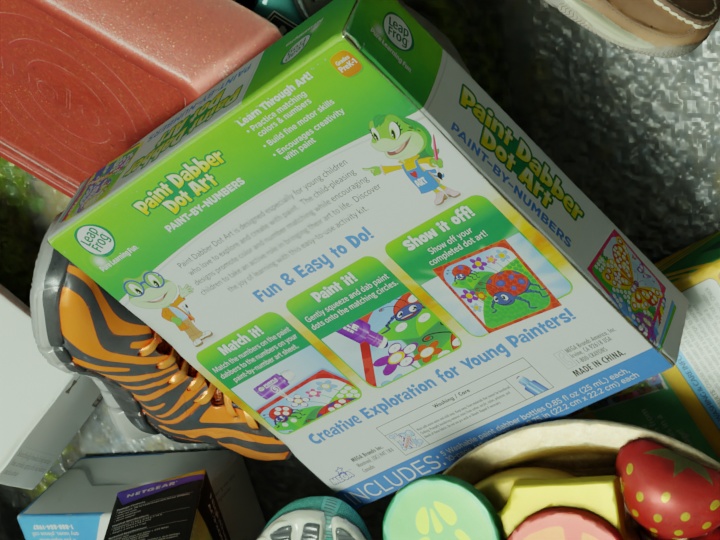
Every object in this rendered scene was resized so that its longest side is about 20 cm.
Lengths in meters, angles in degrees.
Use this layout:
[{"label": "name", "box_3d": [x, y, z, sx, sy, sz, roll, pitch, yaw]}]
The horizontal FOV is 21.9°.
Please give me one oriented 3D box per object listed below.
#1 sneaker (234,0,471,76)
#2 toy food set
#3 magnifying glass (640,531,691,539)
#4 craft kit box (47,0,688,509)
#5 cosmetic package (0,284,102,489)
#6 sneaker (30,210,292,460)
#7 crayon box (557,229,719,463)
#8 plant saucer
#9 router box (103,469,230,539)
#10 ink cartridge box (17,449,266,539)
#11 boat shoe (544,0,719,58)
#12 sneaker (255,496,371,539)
[{"label": "sneaker", "box_3d": [-0.021, -0.102, 0.814, 0.071, 0.080, 0.200, -31, 98, 37]}, {"label": "toy food set", "box_3d": [0.098, 0.162, 0.790, 0.197, 0.049, 0.202, -7, 101, 23]}, {"label": "magnifying glass", "box_3d": [0.121, 0.127, 0.808, 0.200, 0.022, 0.080, -38, 87, 23]}, {"label": "craft kit box", "box_3d": [0.000, 0.000, 0.785, 0.197, 0.049, 0.199, 41, 134, -22]}, {"label": "cosmetic package", "box_3d": [-0.233, 0.023, 0.972, 0.200, 0.113, 0.081, 38, 84, 8]}, {"label": "sneaker", "box_3d": [-0.080, 0.033, 0.898, 0.111, 0.078, 0.200, 9, 160, 17]}, {"label": "crayon box", "box_3d": [0.170, 0.049, 0.811, 0.199, 0.052, 0.126, -30, 99, 36]}, {"label": "plant saucer", "box_3d": [-0.129, -0.086, 0.860, 0.199, 0.037, 0.200, 30, 153, 12]}, {"label": "router box", "box_3d": [-0.074, 0.222, 0.900, 0.052, 0.157, 0.201, -15, 111, 7]}, {"label": "ink cartridge box", "box_3d": [-0.097, 0.204, 1.033, 0.115, 0.068, 0.201, -5, 113, 31]}, {"label": "boat shoe", "box_3d": [0.075, -0.170, 0.731, 0.200, 0.076, 0.072, 46, 126, -3]}, {"label": "sneaker", "box_3d": [-0.016, 0.164, 0.926, 0.077, 0.080, 0.201, 6, 144, 9]}]
